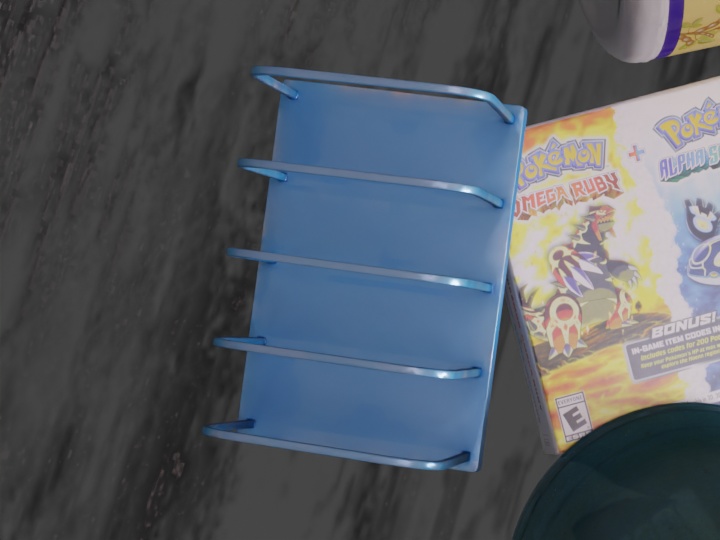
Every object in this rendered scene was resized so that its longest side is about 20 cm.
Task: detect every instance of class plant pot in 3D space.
[{"bbox_3d":[0.189,0.186,0.995,0.198,0.188,0.202,-1,99,-7],"label":"plant pot"}]

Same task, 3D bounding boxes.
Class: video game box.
[{"bbox_3d":[0.178,-0.009,1.099,0.199,0.047,0.184,-15,85,-5],"label":"video game box"}]

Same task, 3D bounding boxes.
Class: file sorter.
[{"bbox_3d":[0.000,0.000,1.023,0.138,0.123,0.202,7,90,12],"label":"file sorter"}]

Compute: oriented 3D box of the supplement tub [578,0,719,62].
[{"bbox_3d":[0.220,-0.201,1.063,0.198,0.145,0.147,-12,88,-5],"label":"supplement tub"}]
